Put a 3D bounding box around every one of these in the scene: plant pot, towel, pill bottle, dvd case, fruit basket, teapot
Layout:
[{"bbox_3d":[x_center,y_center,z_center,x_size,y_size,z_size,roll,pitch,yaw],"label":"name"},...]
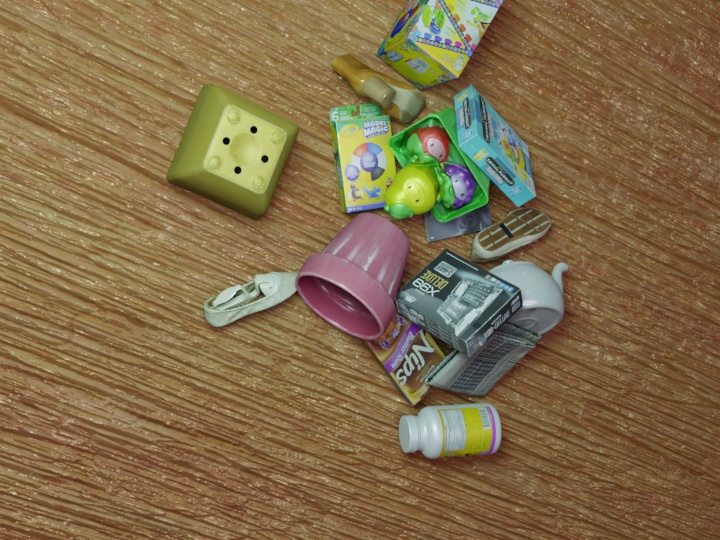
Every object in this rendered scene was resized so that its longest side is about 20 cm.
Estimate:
[{"bbox_3d":[0.000,0.000,1.542,0.199,0.199,0.181,39,66,-16],"label":"plant pot"},{"bbox_3d":[-0.218,-0.212,1.442,0.193,0.200,0.197,23,89,-16],"label":"plant pot"},{"bbox_3d":[0.252,0.180,1.632,0.191,0.035,0.201,19,121,-41],"label":"towel"},{"bbox_3d":[0.182,0.330,1.668,0.196,0.104,0.107,0,96,-16],"label":"pill bottle"},{"bbox_3d":[0.189,-0.173,1.664,0.146,0.016,0.204,-12,99,-15],"label":"dvd case"},{"bbox_3d":[0.135,-0.181,1.549,0.213,0.154,0.220,20,61,-39],"label":"fruit basket"},{"bbox_3d":[0.311,0.047,1.658,0.199,0.196,0.148,24,47,-47],"label":"teapot"}]

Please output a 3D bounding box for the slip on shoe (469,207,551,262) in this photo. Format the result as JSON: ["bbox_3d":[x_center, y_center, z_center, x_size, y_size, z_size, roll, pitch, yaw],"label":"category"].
[{"bbox_3d":[0.310,-0.069,1.692,0.198,0.061,0.076,-27,70,-28],"label":"slip on shoe"}]

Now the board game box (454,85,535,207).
[{"bbox_3d":[0.263,-0.243,1.588,0.047,0.153,0.199,-30,129,30],"label":"board game box"}]

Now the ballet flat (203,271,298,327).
[{"bbox_3d":[-0.204,0.045,1.536,0.198,0.068,0.063,-27,138,-12],"label":"ballet flat"}]

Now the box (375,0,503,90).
[{"bbox_3d":[0.150,-0.464,1.526,0.121,0.200,0.195,32,86,-16],"label":"box"}]

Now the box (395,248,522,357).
[{"bbox_3d":[0.185,0.058,1.554,0.157,0.199,0.050,-39,135,-21],"label":"box"}]

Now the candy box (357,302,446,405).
[{"bbox_3d":[0.086,0.157,1.647,0.116,0.056,0.201,-40,106,-10],"label":"candy box"}]

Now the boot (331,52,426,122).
[{"bbox_3d":[0.036,-0.358,1.564,0.144,0.200,0.071,42,108,21],"label":"boot"}]

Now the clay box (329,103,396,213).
[{"bbox_3d":[0.007,-0.221,1.588,0.113,0.048,0.204,-10,99,-16],"label":"clay box"}]
